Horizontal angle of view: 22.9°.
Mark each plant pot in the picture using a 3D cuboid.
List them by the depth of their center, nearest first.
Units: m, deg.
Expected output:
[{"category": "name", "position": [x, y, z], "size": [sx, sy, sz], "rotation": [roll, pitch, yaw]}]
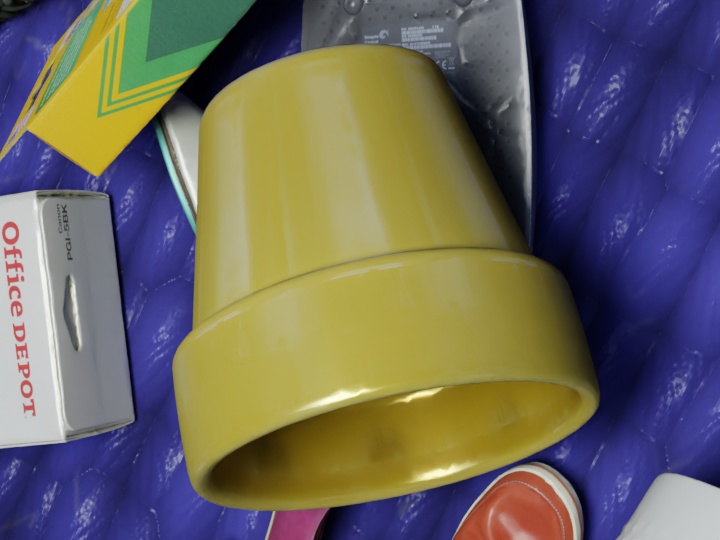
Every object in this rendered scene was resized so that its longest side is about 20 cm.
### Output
[{"category": "plant pot", "position": [0.000, 0.000, 0.877], "size": [0.200, 0.201, 0.189], "rotation": [-20, 69, 23]}]

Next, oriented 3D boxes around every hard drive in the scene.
[{"category": "hard drive", "position": [0.035, -0.073, 0.977], "size": [0.135, 0.042, 0.201], "rotation": [-2, 92, 24]}]

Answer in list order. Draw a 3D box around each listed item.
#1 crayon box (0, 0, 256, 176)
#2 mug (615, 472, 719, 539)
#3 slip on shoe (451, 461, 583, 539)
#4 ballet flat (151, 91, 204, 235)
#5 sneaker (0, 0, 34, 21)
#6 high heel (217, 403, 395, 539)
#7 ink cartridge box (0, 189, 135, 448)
[{"category": "crayon box", "position": [-0.113, -0.140, 0.978], "size": [0.052, 0.126, 0.200], "rotation": [35, 127, -19]}, {"category": "mug", "position": [0.151, 0.208, 0.867], "size": [0.148, 0.200, 0.176], "rotation": [37, 79, -19]}, {"category": "slip on shoe", "position": [0.056, 0.194, 0.965], "size": [0.074, 0.061, 0.200], "rotation": [37, 104, 20]}, {"category": "ballet flat", "position": [-0.063, -0.017, 1.017], "size": [0.069, 0.069, 0.200], "rotation": [-19, 87, 23]}, {"category": "sneaker", "position": [-0.194, -0.191, 1.058], "size": [0.086, 0.080, 0.200], "rotation": [41, 112, 6]}, {"category": "high heel", "position": [-0.016, 0.153, 0.997], "size": [0.096, 0.067, 0.200], "rotation": [45, 102, 4]}, {"category": "ink cartridge box", "position": [-0.246, 0.036, 1.080], "size": [0.200, 0.083, 0.147], "rotation": [-7, 89, 24]}]
